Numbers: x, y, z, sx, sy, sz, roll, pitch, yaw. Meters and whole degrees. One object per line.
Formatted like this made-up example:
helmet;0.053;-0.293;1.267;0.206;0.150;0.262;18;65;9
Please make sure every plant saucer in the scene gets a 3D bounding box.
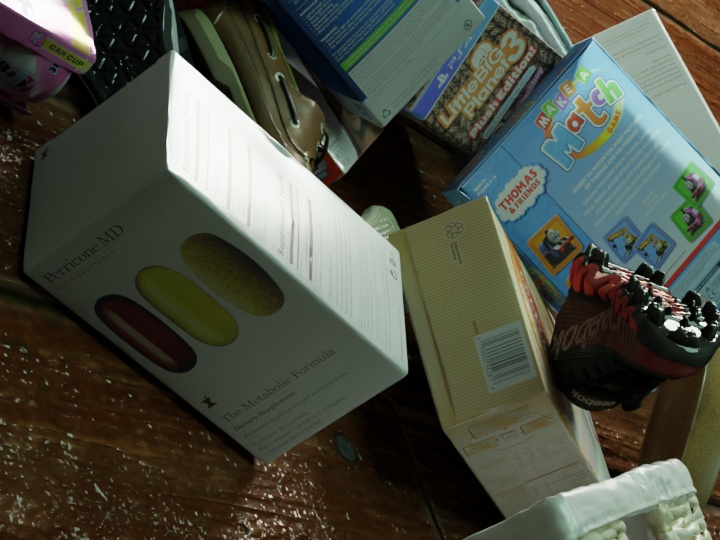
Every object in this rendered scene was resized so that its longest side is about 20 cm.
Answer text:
plant saucer;0.241;0.115;1.714;0.035;0.201;0.200;16;31;-1

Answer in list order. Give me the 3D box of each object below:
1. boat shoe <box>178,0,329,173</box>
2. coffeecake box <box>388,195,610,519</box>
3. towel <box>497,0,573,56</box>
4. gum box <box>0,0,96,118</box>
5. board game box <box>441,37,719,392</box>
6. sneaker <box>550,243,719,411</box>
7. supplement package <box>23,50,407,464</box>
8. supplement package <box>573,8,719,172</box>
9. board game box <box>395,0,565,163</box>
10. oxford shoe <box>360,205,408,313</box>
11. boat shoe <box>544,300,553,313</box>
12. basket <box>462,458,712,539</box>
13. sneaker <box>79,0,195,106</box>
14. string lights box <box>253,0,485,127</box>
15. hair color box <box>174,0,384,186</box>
boat shoe;-0.050;-0.082;1.458;0.068;0.072;0.200;-19;78;-26
coffeecake box;0.097;0.072;1.556;0.200;0.073;0.154;56;16;-55
towel;0.122;-0.156;1.878;0.200;0.048;0.171;58;-18;-4
gum box;-0.222;-0.191;1.334;0.113;0.066;0.200;28;38;-46
board game box;0.176;-0.038;1.638;0.200;0.151;0.037;46;-17;-11
sneaker;0.167;0.049;1.462;0.071;0.098;0.200;20;6;-13
supplement package;-0.080;-0.005;1.327;0.200;0.114;0.110;41;28;-31
supplement package;0.233;-0.093;1.979;0.200;0.121;0.120;64;-9;12
board game box;0.060;-0.149;1.694;0.159;0.097;0.200;34;2;39
oxford shoe;0.000;0.000;1.549;0.200;0.058;0.075;-12;79;-78
boat shoe;0.099;0.007;1.706;0.062;0.072;0.200;62;20;12
basket;0.099;0.218;1.297;0.198;0.200;0.161;-4;66;-63
sneaker;-0.131;-0.106;1.438;0.083;0.072;0.200;68;3;-62
string lights box;-0.019;-0.198;1.498;0.200;0.103;0.059;49;-9;-33
hair color box;-0.076;-0.145;1.568;0.200;0.064;0.111;55;23;-8
